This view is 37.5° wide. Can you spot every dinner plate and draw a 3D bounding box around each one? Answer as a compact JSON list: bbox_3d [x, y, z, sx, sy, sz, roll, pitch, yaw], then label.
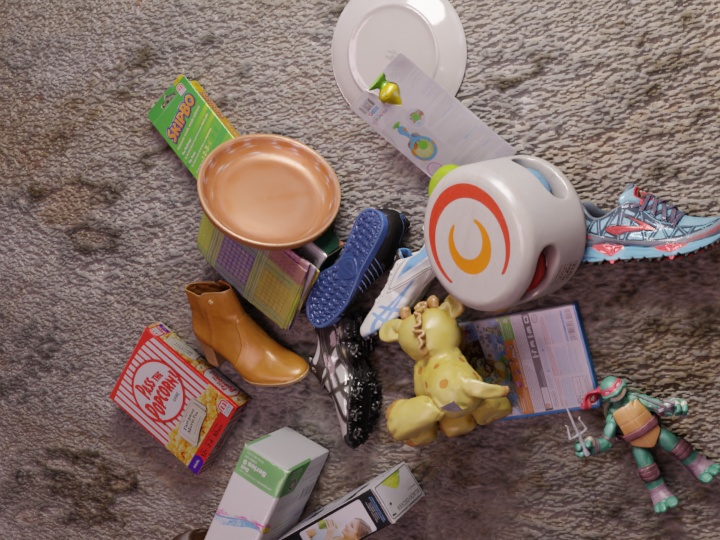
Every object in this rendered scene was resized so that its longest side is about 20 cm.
[{"bbox_3d":[0.046,-0.291,1.425,0.199,0.024,0.201,7,106,25],"label":"dinner plate"}]

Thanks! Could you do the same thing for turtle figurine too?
[{"bbox_3d":[0.355,0.201,1.343,0.150,0.101,0.200,-37,96,26],"label":"turtle figurine"}]

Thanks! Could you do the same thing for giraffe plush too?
[{"bbox_3d":[0.101,0.125,1.407,0.172,0.200,0.163,-15,68,-4],"label":"giraffe plush"}]

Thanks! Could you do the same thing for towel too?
[{"bbox_3d":[-0.151,-0.015,1.513,0.200,0.023,0.144,39,136,15],"label":"towel"}]

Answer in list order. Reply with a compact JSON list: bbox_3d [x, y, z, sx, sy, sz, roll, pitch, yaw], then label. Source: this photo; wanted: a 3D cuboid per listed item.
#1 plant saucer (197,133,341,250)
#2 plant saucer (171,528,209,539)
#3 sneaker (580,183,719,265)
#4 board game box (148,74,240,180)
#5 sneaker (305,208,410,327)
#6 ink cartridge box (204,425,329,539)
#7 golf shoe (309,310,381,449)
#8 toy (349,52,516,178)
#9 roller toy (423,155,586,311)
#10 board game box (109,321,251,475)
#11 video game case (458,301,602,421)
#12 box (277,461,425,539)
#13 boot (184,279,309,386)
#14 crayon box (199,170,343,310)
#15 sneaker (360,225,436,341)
[{"bbox_3d":[-0.127,-0.105,1.470,0.200,0.200,0.038,37,144,14],"label":"plant saucer"},{"bbox_3d":[-0.199,0.451,1.622,0.200,0.200,0.032,29,96,17],"label":"plant saucer"},{"bbox_3d":[0.349,-0.060,1.299,0.199,0.079,0.096,-5,97,27],"label":"sneaker"},{"bbox_3d":[-0.228,-0.189,1.580,0.095,0.030,0.200,-42,85,27],"label":"board game box"},{"bbox_3d":[0.000,0.000,1.478,0.070,0.078,0.200,49,118,30],"label":"sneaker"},{"bbox_3d":[-0.144,0.349,1.579,0.087,0.145,0.201,26,103,18],"label":"ink cartridge box"},{"bbox_3d":[-0.025,0.156,1.541,0.094,0.078,0.201,1,95,36],"label":"golf shoe"},{"bbox_3d":[0.098,-0.194,1.394,0.200,0.047,0.115,36,131,-14],"label":"toy"},{"bbox_3d":[0.185,-0.047,1.332,0.182,0.139,0.201,-9,94,51],"label":"roller toy"},{"bbox_3d":[-0.289,0.203,1.688,0.200,0.046,0.152,38,115,14],"label":"board game box"},{"bbox_3d":[0.215,0.129,1.441,0.199,0.018,0.144,-12,97,28],"label":"video game case"},{"bbox_3d":[-0.015,0.363,1.554,0.200,0.117,0.060,-35,83,29],"label":"box"},{"bbox_3d":[-0.174,0.089,1.573,0.200,0.071,0.145,10,127,31],"label":"boot"},{"bbox_3d":[-0.132,-0.048,1.537,0.200,0.051,0.127,41,129,12],"label":"crayon box"},{"bbox_3d":[0.060,0.017,1.462,0.072,0.072,0.200,45,114,12],"label":"sneaker"}]
